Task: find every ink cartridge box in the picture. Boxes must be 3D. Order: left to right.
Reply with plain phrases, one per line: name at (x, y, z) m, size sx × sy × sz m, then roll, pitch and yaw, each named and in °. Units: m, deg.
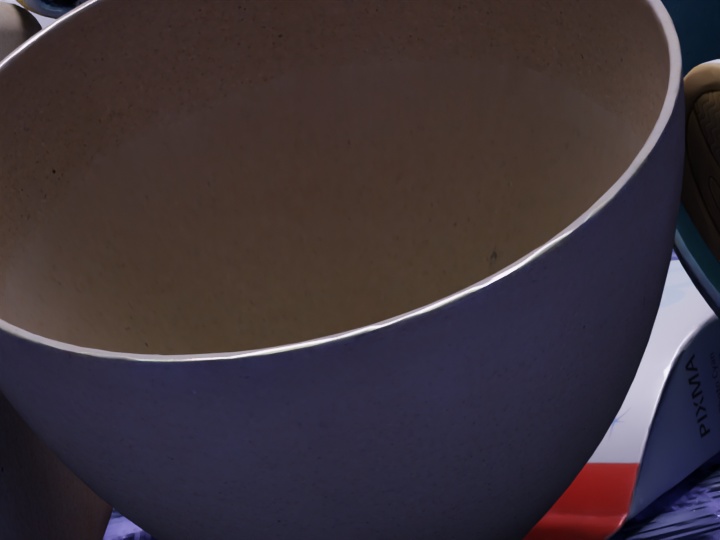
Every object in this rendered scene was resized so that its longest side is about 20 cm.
ink cartridge box at (0.033, 0.046, 0.717) m, size 0.159 × 0.048 × 0.200 m, roll -3°, pitch 14°, yaw 40°

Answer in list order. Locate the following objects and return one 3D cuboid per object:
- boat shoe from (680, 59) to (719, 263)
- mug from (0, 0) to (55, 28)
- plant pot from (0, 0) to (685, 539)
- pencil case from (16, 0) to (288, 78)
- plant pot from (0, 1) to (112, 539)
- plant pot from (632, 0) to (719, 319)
boat shoe at (0.169, 0.001, 0.562) m, size 0.200 × 0.071 × 0.069 m, roll 36°, pitch 50°, yaw 25°
mug at (-0.046, -0.063, 0.886) m, size 0.174 × 0.201 × 0.148 m, roll -8°, pitch 56°, yaw -6°
plant pot at (-0.005, 0.012, 0.604) m, size 0.199 × 0.135 × 0.201 m, roll -9°, pitch 35°, yaw 7°
pencil case at (-0.019, -0.065, 0.719) m, size 0.083 × 0.200 × 0.091 m, roll -40°, pitch 25°, yaw 27°
plant pot at (-0.175, 0.015, 0.670) m, size 0.198 × 0.201 × 0.177 m, roll -7°, pitch 20°, yaw 24°
plant pot at (0.183, -0.036, 0.669) m, size 0.199 × 0.201 × 0.135 m, roll -12°, pitch -16°, yaw 5°
